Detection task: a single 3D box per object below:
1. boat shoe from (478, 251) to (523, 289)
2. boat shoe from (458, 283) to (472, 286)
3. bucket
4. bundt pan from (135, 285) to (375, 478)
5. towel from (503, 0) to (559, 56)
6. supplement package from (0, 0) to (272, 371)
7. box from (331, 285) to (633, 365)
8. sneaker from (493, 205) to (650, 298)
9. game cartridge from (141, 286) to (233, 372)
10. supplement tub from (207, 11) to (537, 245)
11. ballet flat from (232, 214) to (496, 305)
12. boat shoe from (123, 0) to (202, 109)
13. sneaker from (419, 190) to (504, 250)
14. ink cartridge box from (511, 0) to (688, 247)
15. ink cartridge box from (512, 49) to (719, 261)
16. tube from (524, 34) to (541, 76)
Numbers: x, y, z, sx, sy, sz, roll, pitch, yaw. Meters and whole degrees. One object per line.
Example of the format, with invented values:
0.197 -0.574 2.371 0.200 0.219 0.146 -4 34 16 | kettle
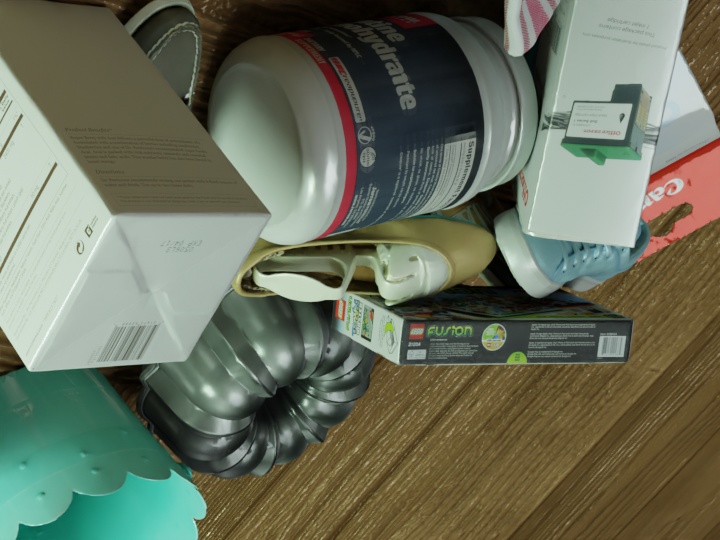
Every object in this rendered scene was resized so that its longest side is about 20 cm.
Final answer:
0.134 -0.016 1.566 0.068 0.072 0.200 -44 178 15 | boat shoe
0.040 0.030 1.543 0.073 0.072 0.200 -64 160 3 | boat shoe
-0.234 0.177 1.412 0.206 0.135 0.208 -26 148 -18 | bucket
-0.069 0.087 1.462 0.201 0.076 0.202 -28 149 -19 | bundt pan
0.137 -0.251 1.189 0.147 0.030 0.201 84 28 -56 | towel
-0.170 -0.054 1.104 0.121 0.200 0.120 -1 133 -46 | supplement package
0.091 0.040 1.400 0.199 0.110 0.035 1 103 -29 | box
0.165 -0.029 1.420 0.082 0.074 0.200 -32 170 22 | sneaker
-0.087 0.000 1.434 0.133 0.041 0.201 -18 145 -38 | game cartridge
0.009 -0.102 1.292 0.199 0.141 0.141 -14 142 -36 | supplement tub
0.000 0.000 1.343 0.199 0.063 0.069 0 132 -3 | ballet flat
-0.142 -0.087 1.229 0.072 0.060 0.202 -10 140 -39 | boat shoe
0.063 -0.029 1.462 0.087 0.076 0.200 -34 176 9 | sneaker
0.169 -0.133 1.344 0.084 0.146 0.201 9 109 -2 | ink cartridge box
0.214 -0.077 1.495 0.160 0.047 0.200 -29 125 10 | ink cartridge box
0.161 -0.176 1.459 0.077 0.051 0.200 9 133 -40 | tube
